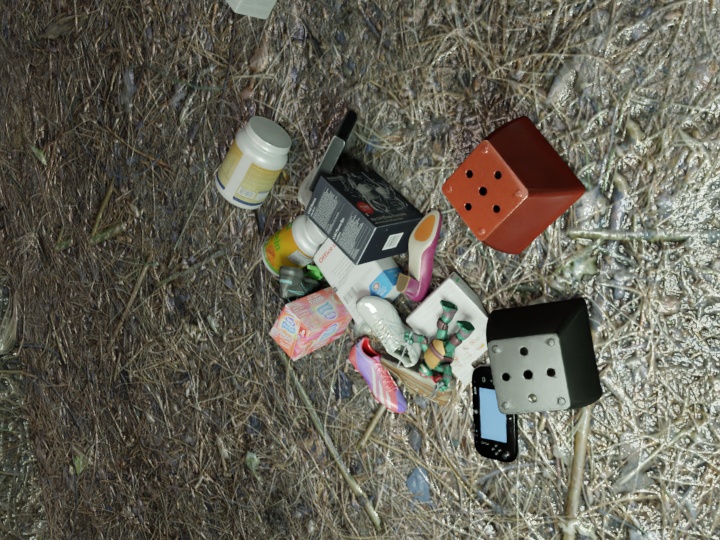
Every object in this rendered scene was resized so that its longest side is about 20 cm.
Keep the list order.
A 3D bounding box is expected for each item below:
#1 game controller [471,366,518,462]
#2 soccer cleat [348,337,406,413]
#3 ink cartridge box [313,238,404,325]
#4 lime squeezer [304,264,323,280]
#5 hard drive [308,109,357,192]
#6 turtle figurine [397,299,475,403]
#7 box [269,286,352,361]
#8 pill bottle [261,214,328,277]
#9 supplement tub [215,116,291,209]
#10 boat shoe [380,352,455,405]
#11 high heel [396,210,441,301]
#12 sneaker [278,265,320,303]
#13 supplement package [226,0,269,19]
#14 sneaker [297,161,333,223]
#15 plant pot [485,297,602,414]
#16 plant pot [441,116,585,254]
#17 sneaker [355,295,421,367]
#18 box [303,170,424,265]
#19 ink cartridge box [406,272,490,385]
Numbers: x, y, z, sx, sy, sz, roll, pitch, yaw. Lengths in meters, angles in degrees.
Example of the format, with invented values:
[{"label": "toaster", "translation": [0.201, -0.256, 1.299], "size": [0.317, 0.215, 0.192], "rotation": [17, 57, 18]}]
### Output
[{"label": "game controller", "translation": [0.288, 0.308, 1.448], "size": [0.102, 0.042, 0.205], "rotation": [1, 98, 31]}, {"label": "soccer cleat", "translation": [0.047, 0.252, 1.618], "size": [0.200, 0.066, 0.077], "rotation": [48, 121, 25]}, {"label": "ink cartridge box", "translation": [0.000, 0.000, 1.596], "size": [0.147, 0.085, 0.202], "rotation": [-47, 68, 33]}, {"label": "lime squeezer", "translation": [-0.120, -0.001, 1.687], "size": [0.200, 0.069, 0.039], "rotation": [157, 126, -72]}, {"label": "hard drive", "translation": [-0.060, -0.273, 1.538], "size": [0.032, 0.201, 0.141], "rotation": [26, 119, -6]}, {"label": "turtle figurine", "translation": [0.160, 0.174, 1.446], "size": [0.149, 0.100, 0.202], "rotation": [39, 114, 23]}, {"label": "box", "translation": [-0.111, 0.123, 1.629], "size": [0.095, 0.199, 0.104], "rotation": [43, 120, 17]}, {"label": "pill bottle", "translation": [-0.149, -0.071, 1.685], "size": [0.198, 0.110, 0.113], "rotation": [-30, 79, 37]}, {"label": "supplement tub", "translation": [-0.273, -0.275, 1.726], "size": [0.145, 0.143, 0.201], "rotation": [50, 123, 20]}, {"label": "boat shoe", "translation": [0.124, 0.250, 1.552], "size": [0.197, 0.075, 0.073], "rotation": [23, 114, 35]}, {"label": "high heel", "translation": [0.150, -0.030, 1.511], "size": [0.067, 0.095, 0.204], "rotation": [17, 87, 43]}, {"label": "sneaker", "translation": [-0.157, 0.048, 1.659], "size": [0.074, 0.200, 0.081], "rotation": [4, 77, 19]}, {"label": "supplement package", "translation": [-0.251, -0.742, 1.646], "size": [0.118, 0.116, 0.201], "rotation": [53, 125, 19]}, {"label": "sneaker", "translation": [-0.108, -0.170, 1.611], "size": [0.099, 0.074, 0.202], "rotation": [-38, 30, 31]}, {"label": "plant pot", "translation": [0.334, 0.177, 1.284], "size": [0.196, 0.177, 0.205], "rotation": [-10, 91, 27]}, {"label": "plant pot", "translation": [0.274, -0.158, 1.298], "size": [0.200, 0.175, 0.201], "rotation": [-47, 70, 33]}, {"label": "sneaker", "translation": [0.066, 0.136, 1.518], "size": [0.200, 0.081, 0.070], "rotation": [42, 120, -13]}, {"label": "box", "translation": [0.010, -0.122, 1.495], "size": [0.182, 0.198, 0.105], "rotation": [43, 122, 23]}, {"label": "ink cartridge box", "translation": [0.219, 0.129, 1.486], "size": [0.200, 0.050, 0.161], "rotation": [45, 123, 2]}]
